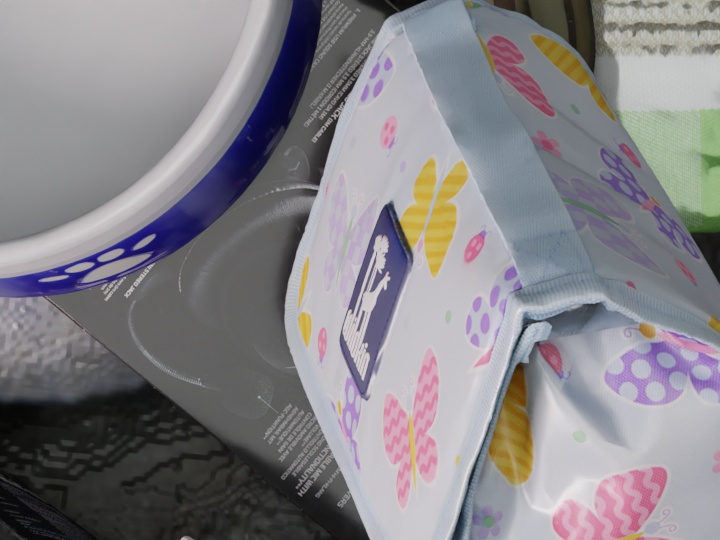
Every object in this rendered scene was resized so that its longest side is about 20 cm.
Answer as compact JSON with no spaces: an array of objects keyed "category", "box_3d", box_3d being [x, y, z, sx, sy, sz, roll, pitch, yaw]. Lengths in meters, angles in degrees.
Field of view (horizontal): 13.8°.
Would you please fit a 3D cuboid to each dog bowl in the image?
[{"category":"dog bowl","box_3d":[-0.113,-0.094,0.930,0.199,0.079,0.201,-1,81,10]}]

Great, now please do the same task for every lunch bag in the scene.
[{"category":"lunch bag","box_3d":[0.053,0.038,0.849,0.126,0.170,0.201,-21,127,-2]}]

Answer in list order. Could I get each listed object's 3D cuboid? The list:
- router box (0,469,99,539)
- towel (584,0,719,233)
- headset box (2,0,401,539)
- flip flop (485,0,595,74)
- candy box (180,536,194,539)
[{"category":"router box","box_3d":[-0.142,0.168,0.956,0.062,0.150,0.201,24,90,-30]},{"category":"towel","box_3d":[0.142,-0.111,0.922,0.148,0.031,0.201,1,99,0]},{"category":"headset box","box_3d":[0.000,0.000,1.001,0.200,0.077,0.149,39,90,-5]},{"category":"flip flop","box_3d":[0.028,-0.115,0.958,0.057,0.081,0.201,-1,56,-14]},{"category":"candy box","box_3d":[-0.032,0.211,0.899,0.167,0.071,0.201,36,82,-32]}]
